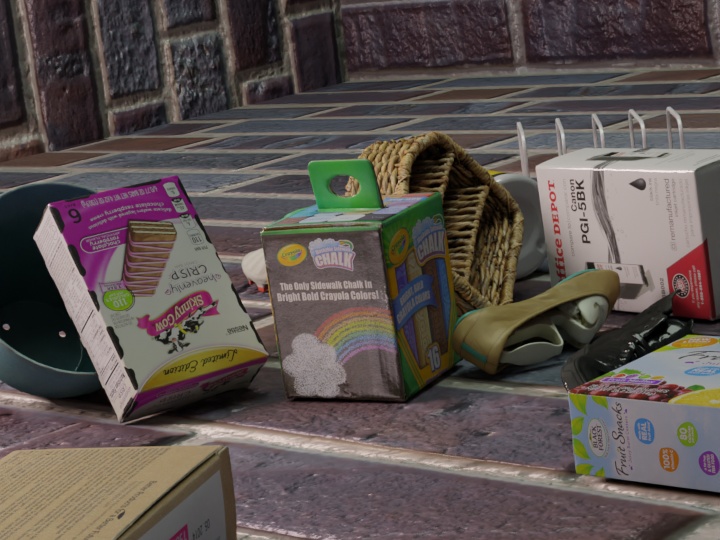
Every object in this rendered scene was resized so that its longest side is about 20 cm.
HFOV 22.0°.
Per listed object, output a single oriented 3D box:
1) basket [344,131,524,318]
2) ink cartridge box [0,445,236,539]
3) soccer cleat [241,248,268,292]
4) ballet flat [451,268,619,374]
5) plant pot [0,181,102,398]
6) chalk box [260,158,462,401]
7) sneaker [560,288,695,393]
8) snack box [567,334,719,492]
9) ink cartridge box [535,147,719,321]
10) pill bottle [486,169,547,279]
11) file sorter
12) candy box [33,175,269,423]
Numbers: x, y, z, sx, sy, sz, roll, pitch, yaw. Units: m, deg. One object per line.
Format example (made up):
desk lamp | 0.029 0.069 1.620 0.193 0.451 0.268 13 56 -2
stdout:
basket | 0.073 -0.049 1.818 0.148 0.143 0.200 -5 34 17
ink cartridge box | -0.189 0.176 1.179 0.164 0.076 0.200 -2 12 18
soccer cleat | -0.071 -0.015 2.038 0.069 0.078 0.200 -13 13 -29
ballet flat | 0.170 0.052 1.643 0.199 0.069 0.063 -18 43 -33
plant pot | -0.285 0.039 1.711 0.199 0.201 0.135 -15 -23 -34
chalk box | 0.000 0.000 1.606 0.124 0.201 0.124 -1 13 29
sneaker | 0.213 0.069 1.424 0.104 0.060 0.200 -28 5 10
snack box | 0.273 0.099 1.285 0.199 0.068 0.168 4 15 41
ink cartridge box | 0.271 -0.037 1.759 0.083 0.148 0.199 -19 15 -39
pill bottle | 0.115 -0.056 2.034 0.114 0.115 0.200 -13 12 -27
file sorter | 0.291 -0.122 2.222 0.199 0.125 0.139 -6 12 4
candy box | -0.187 0.022 1.642 0.136 0.201 0.061 -15 -23 -33
